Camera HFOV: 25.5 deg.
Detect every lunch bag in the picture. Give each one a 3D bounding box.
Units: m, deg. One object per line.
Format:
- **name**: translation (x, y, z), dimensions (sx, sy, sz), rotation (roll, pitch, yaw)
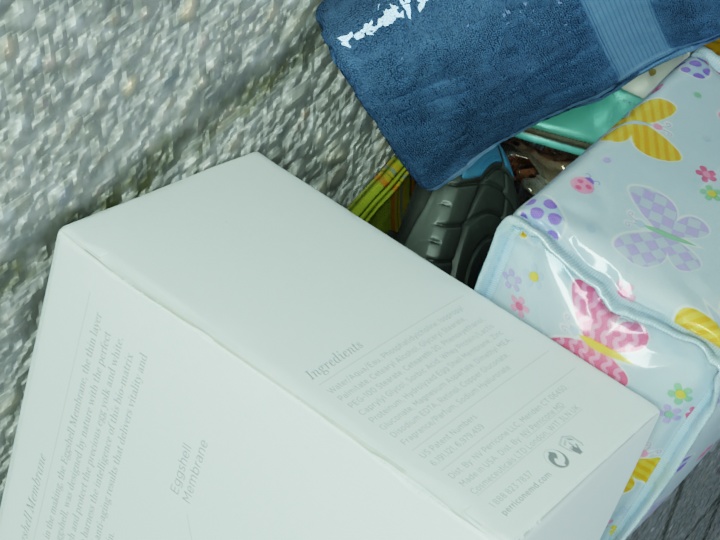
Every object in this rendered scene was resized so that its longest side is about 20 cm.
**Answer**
- **lunch bag**: translation (0.108, 0.031, 0.686), dimensions (0.170, 0.127, 0.200), rotation (-41, 159, -40)

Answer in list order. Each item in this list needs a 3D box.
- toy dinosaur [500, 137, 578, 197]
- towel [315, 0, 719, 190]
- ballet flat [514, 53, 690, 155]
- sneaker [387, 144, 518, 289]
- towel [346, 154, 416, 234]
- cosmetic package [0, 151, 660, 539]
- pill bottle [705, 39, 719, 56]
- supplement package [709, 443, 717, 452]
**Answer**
- **toy dinosaur**: translation (0.149, -0.006, 0.889), dimensions (0.086, 0.136, 0.200), rotation (-33, 149, -5)
- **towel**: translation (0.087, -0.109, 0.634), dimensions (0.199, 0.049, 0.112), rotation (-24, 149, 10)
- **ballet flat**: translation (0.161, -0.080, 0.777), dimensions (0.067, 0.199, 0.071), rotation (-111, -143, -65)
- **sneaker**: translation (0.011, 0.024, 0.729), dimensions (0.073, 0.082, 0.201), rotation (35, 71, -50)
- **towel**: translation (0.000, 0.000, 0.773), dimensions (0.200, 0.018, 0.086), rotation (-48, 155, -18)
- **cosmetic package**: translation (-0.025, 0.096, 0.615), dimensions (0.123, 0.200, 0.200), rotation (-30, 146, -51)
- **pill bottle**: translation (0.194, -0.163, 0.825), dimensions (0.109, 0.109, 0.201), rotation (-18, 136, -56)
- **supplement package**: translation (0.247, 0.014, 1.148), dimensions (0.200, 0.121, 0.120), rotation (-59, 157, 4)
